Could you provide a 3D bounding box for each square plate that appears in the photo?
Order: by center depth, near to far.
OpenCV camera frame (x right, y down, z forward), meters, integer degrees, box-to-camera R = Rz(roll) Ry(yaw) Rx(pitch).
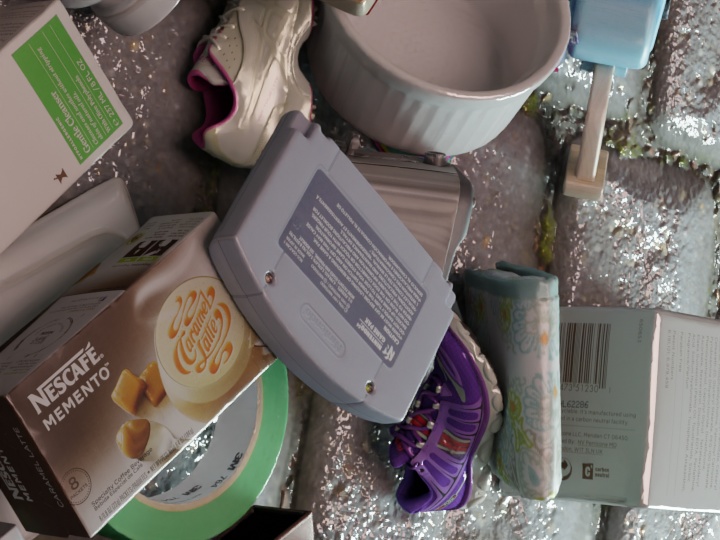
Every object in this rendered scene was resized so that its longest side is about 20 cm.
[{"bbox_3d":[-0.202,0.063,1.326,0.199,0.028,0.200,-33,111,-38],"label":"square plate"}]

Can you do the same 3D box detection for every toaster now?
[{"bbox_3d":[0.000,0.000,1.426,0.128,0.114,0.202,12,103,-10],"label":"toaster"}]

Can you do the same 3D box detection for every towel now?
[{"bbox_3d":[0.125,0.083,1.532,0.048,0.200,0.173,-5,94,-7],"label":"towel"}]

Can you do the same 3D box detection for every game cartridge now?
[{"bbox_3d":[-0.018,0.007,1.289,0.200,0.041,0.134,49,51,-32],"label":"game cartridge"}]

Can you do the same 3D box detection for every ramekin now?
[{"bbox_3d":[0.053,-0.185,1.460,0.198,0.098,0.202,10,55,-14],"label":"ramekin"}]

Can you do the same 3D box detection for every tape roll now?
[{"bbox_3d":[-0.139,0.092,1.333,0.199,0.048,0.203,0,91,-42],"label":"tape roll"}]

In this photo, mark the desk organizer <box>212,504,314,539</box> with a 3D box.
[{"bbox_3d":[-0.122,0.234,1.340,0.199,0.071,0.078,-36,142,-32],"label":"desk organizer"}]

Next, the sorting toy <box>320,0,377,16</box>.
[{"bbox_3d":[-0.038,-0.288,1.388,0.201,0.197,0.070,-59,167,-23],"label":"sorting toy"}]

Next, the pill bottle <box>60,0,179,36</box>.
[{"bbox_3d":[-0.205,-0.248,1.266,0.200,0.112,0.113,39,65,-36],"label":"pill bottle"}]

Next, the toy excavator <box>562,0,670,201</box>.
[{"bbox_3d":[0.212,-0.187,1.648,0.195,0.099,0.202,92,11,-63],"label":"toy excavator"}]

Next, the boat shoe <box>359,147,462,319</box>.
[{"bbox_3d":[0.029,-0.001,1.516,0.057,0.068,0.201,-41,119,-34],"label":"boat shoe"}]

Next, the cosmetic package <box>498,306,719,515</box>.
[{"bbox_3d":[0.251,0.124,1.654,0.199,0.166,0.168,10,83,-42],"label":"cosmetic package"}]

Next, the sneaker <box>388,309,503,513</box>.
[{"bbox_3d":[0.062,0.122,1.501,0.083,0.081,0.202,-14,129,-20],"label":"sneaker"}]

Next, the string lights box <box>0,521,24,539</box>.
[{"bbox_3d":[-0.231,0.261,1.247,0.059,0.102,0.201,-39,116,-36],"label":"string lights box"}]

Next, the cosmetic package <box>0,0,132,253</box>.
[{"bbox_3d":[-0.257,-0.075,1.236,0.200,0.084,0.108,-51,124,-32],"label":"cosmetic package"}]

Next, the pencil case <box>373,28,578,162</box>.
[{"bbox_3d":[0.093,-0.156,1.567,0.200,0.088,0.089,-40,116,-34],"label":"pencil case"}]

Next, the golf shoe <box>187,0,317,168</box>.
[{"bbox_3d":[-0.082,-0.173,1.411,0.091,0.075,0.202,4,79,-25],"label":"golf shoe"}]

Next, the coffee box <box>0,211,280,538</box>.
[{"bbox_3d":[-0.155,0.065,1.230,0.200,0.079,0.115,-43,116,-35],"label":"coffee box"}]
